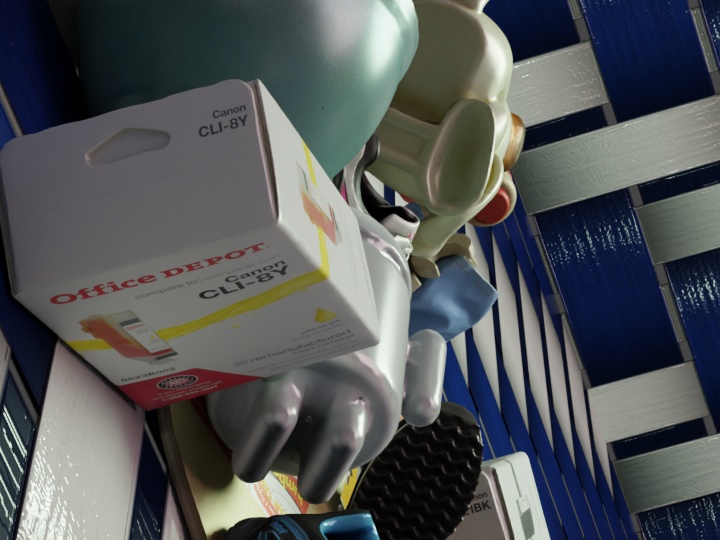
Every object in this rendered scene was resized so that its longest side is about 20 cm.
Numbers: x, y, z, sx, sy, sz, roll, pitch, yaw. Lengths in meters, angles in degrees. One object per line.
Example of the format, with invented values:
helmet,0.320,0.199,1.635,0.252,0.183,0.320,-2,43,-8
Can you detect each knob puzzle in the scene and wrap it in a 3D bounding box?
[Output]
knob puzzle,-0.076,0.109,1.565,0.220,0.030,0.221,48,32,-42

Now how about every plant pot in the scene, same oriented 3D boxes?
plant pot,-0.080,-0.105,1.521,0.201,0.199,0.135,62,39,-51

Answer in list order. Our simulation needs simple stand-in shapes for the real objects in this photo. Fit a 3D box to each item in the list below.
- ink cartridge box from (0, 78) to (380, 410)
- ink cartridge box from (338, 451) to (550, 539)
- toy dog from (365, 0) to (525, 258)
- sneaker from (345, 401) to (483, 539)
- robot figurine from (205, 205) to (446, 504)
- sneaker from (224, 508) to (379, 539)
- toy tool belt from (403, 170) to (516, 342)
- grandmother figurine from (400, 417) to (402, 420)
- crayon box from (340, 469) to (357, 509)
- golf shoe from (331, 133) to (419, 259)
ink cartridge box,-0.087,-0.009,1.370,0.200,0.144,0.084,52,24,-65
ink cartridge box,0.047,0.186,1.827,0.200,0.144,0.084,10,63,-80
toy dog,0.044,-0.110,1.833,0.200,0.139,0.195,54,51,-77
sneaker,0.012,0.168,1.671,0.090,0.070,0.201,-129,-117,-79
robot figurine,-0.029,0.039,1.543,0.113,0.169,0.201,-56,-162,41
sneaker,-0.049,0.175,1.418,0.200,0.082,0.074,-54,125,-65
toy tool belt,0.044,0.014,1.936,0.125,0.200,0.123,43,14,-29
grandmother figurine,0.033,0.141,2.111,0.122,0.060,0.200,60,11,-24
crayon box,-0.057,0.059,1.720,0.126,0.051,0.201,-82,153,-69
golf shoe,0.000,0.000,1.726,0.073,0.092,0.201,-95,167,-54
